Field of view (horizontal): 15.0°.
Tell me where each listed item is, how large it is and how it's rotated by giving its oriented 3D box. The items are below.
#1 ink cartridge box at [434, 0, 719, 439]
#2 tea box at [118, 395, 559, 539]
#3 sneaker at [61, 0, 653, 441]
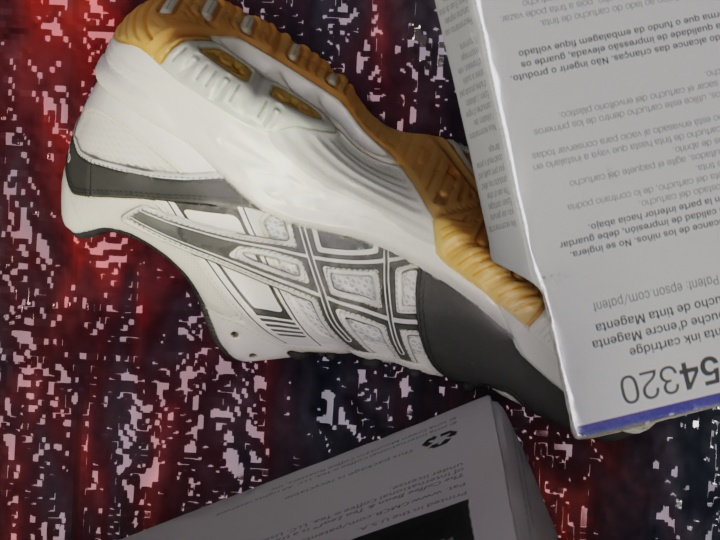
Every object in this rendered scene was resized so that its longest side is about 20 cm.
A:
[{"bbox_3d":[0.122,-0.069,0.796,0.196,0.043,0.201,-12,90,-16],"label":"ink cartridge box"},{"bbox_3d":[-0.016,0.173,0.775,0.199,0.134,0.197,-19,105,5],"label":"tea box"},{"bbox_3d":[0.000,0.000,0.833,0.200,0.076,0.088,34,114,4],"label":"sneaker"}]
